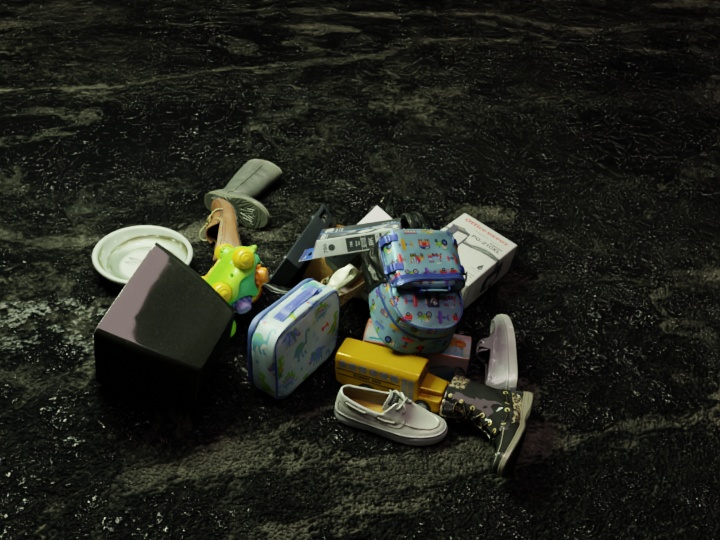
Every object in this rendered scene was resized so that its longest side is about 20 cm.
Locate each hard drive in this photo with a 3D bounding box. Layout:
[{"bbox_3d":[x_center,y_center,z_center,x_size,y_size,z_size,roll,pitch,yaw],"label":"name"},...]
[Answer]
[{"bbox_3d":[-0.126,-0.039,1.856,0.042,0.135,0.200,36,41,-5],"label":"hard drive"}]

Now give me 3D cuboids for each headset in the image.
[{"bbox_3d":[0.082,-0.111,2.006,0.123,0.095,0.200,0,20,-10],"label":"headset"}]

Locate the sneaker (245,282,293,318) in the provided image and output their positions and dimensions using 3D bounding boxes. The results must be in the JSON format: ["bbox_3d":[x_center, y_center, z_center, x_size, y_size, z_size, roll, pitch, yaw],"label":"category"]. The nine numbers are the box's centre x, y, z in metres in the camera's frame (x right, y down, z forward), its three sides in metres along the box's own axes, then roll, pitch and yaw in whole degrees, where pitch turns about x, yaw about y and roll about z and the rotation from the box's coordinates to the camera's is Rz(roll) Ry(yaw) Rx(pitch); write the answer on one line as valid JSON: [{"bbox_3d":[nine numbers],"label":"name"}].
[{"bbox_3d":[-0.155,0.066,1.780,0.199,0.072,0.083,13,2,17],"label":"sneaker"}]

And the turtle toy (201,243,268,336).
[{"bbox_3d":[-0.245,0.041,1.698,0.101,0.201,0.146,36,-10,-25],"label":"turtle toy"}]

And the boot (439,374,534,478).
[{"bbox_3d":[0.208,0.259,1.549,0.150,0.074,0.200,17,38,14],"label":"boot"}]

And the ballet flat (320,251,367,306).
[{"bbox_3d":[0.000,0.000,1.712,0.200,0.065,0.070,-41,64,-14],"label":"ballet flat"}]

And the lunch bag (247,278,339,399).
[{"bbox_3d":[-0.118,0.116,1.618,0.082,0.162,0.200,23,41,25],"label":"lunch bag"}]

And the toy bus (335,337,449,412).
[{"bbox_3d":[0.057,0.186,1.614,0.199,0.079,0.065,14,37,19],"label":"toy bus"}]

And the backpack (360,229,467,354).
[{"bbox_3d":[0.103,0.042,1.621,0.181,0.135,0.201,5,61,-24],"label":"backpack"}]

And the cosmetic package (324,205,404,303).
[{"bbox_3d":[0.051,-0.008,1.775,0.151,0.052,0.200,-42,72,-16],"label":"cosmetic package"}]

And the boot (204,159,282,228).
[{"bbox_3d":[-0.240,-0.181,2.088,0.181,0.073,0.200,24,33,19],"label":"boot"}]

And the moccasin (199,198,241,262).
[{"bbox_3d":[-0.302,-0.083,1.940,0.077,0.074,0.202,2,46,-19],"label":"moccasin"}]

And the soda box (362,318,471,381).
[{"bbox_3d":[0.103,0.149,1.684,0.199,0.069,0.064,10,39,5],"label":"soda box"}]

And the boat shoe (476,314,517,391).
[{"bbox_3d":[0.252,0.157,1.706,0.068,0.072,0.201,5,46,-1],"label":"boat shoe"}]

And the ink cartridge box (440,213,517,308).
[{"bbox_3d":[0.213,-0.019,1.903,0.144,0.085,0.200,34,44,22],"label":"ink cartridge box"}]

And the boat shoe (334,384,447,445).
[{"bbox_3d":[0.054,0.240,1.553,0.199,0.070,0.071,15,38,8],"label":"boat shoe"}]

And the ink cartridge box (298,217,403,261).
[{"bbox_3d":[-0.018,-0.059,1.717,0.198,0.039,0.100,-10,14,6],"label":"ink cartridge box"}]

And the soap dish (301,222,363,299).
[{"bbox_3d":[-0.005,-0.019,1.881,0.199,0.082,0.158,13,37,8],"label":"soap dish"}]

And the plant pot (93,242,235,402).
[{"bbox_3d":[-0.325,0.110,1.553,0.177,0.200,0.200,25,56,2],"label":"plant pot"}]

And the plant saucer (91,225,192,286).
[{"bbox_3d":[-0.440,-0.017,1.842,0.199,0.050,0.201,4,36,-3],"label":"plant saucer"}]
